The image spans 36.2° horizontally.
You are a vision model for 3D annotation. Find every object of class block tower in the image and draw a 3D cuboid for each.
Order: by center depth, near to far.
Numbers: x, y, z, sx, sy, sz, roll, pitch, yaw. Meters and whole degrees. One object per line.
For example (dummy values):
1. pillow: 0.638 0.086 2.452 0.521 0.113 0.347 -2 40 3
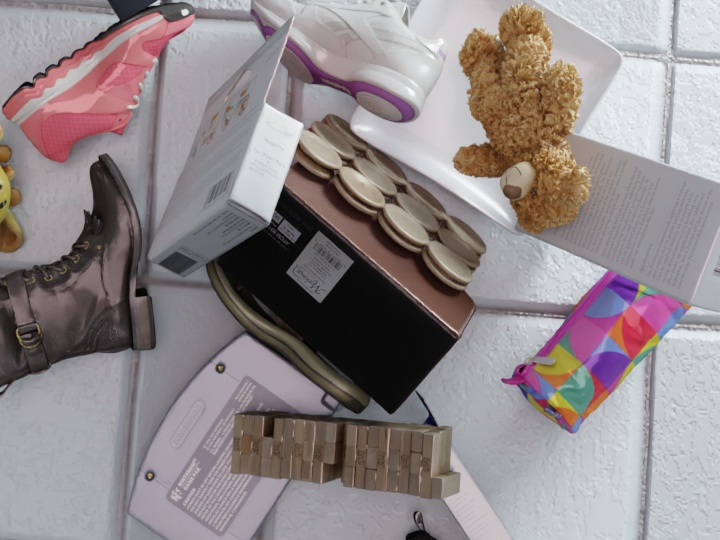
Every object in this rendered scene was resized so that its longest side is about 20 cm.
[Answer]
1. block tower: -0.013 0.156 0.953 0.197 0.054 0.059 4 89 23

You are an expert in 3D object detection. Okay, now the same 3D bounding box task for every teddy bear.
1. teddy bear: 0.137 -0.134 0.968 0.143 0.066 0.204 -3 85 39

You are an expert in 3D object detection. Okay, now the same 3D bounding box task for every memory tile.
1. memory tile: 0.028 -0.064 0.986 0.199 0.153 0.017 41 110 -1

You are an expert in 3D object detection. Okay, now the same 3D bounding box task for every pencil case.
1. pencil case: 0.226 0.059 1.020 0.088 0.088 0.200 44 85 -1

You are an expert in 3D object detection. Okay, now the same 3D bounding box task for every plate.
1. plate: 0.118 -0.167 1.047 0.198 0.032 0.201 31 88 -1

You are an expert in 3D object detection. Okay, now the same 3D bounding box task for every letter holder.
1. letter holder: 0.000 0.000 0.970 0.199 0.142 0.101 41 118 2

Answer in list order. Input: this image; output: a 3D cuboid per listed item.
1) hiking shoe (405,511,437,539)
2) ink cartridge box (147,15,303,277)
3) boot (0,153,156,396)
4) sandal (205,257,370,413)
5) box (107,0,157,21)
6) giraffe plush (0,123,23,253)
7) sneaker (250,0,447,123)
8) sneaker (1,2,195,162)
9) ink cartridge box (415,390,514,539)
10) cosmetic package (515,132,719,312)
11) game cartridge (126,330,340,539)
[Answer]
1. hiking shoe: 0.006 0.317 1.017 0.199 0.076 0.101 -39 82 -12
2. ink cartridge box: -0.107 -0.099 0.945 0.043 0.199 0.176 27 66 -21
3. boot: -0.281 0.004 0.992 0.171 0.069 0.204 -10 91 -15
4. sandal: -0.061 0.049 0.999 0.200 0.080 0.058 40 90 13
5. box: -0.179 -0.360 0.974 0.198 0.104 0.183 -31 67 -3
6. giraffe plush: -0.387 -0.055 0.982 0.159 0.174 0.202 -7 54 -12
7. sneaker: -0.010 -0.213 1.016 0.198 0.075 0.100 30 77 16
8. sneaker: -0.230 -0.175 1.026 0.199 0.074 0.087 -34 110 -3
9. ink cartridge box: 0.094 0.206 1.003 0.039 0.099 0.202 -32 89 -1
10. cosmetic package: 0.240 -0.046 0.960 0.071 0.199 0.103 12 102 -44
11. game cartridge: -0.123 0.166 1.027 0.132 0.042 0.201 34 88 3
